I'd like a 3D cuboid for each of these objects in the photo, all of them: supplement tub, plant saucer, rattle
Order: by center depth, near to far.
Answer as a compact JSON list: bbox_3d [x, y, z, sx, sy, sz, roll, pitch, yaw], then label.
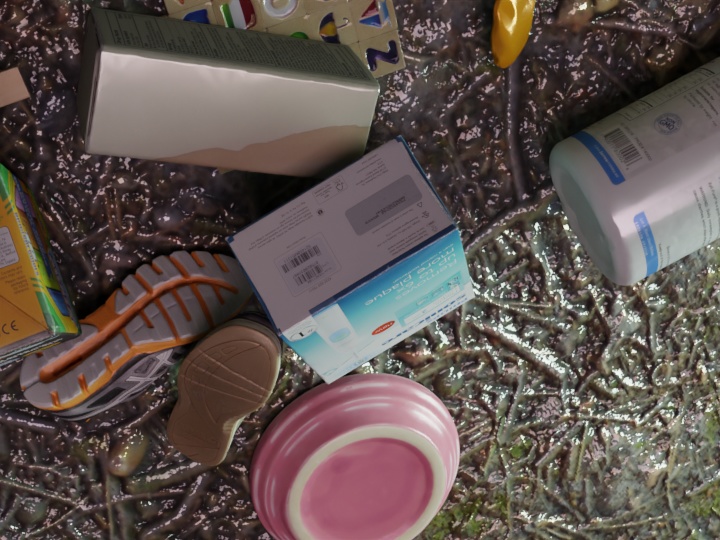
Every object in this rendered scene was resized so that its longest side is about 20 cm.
[{"bbox_3d":[0.187,-0.217,0.884,0.198,0.130,0.144,-3,109,11],"label":"rattle"},{"bbox_3d":[0.268,-0.087,1.002,0.199,0.132,0.133,-27,123,-2],"label":"supplement tub"},{"bbox_3d":[0.000,0.190,1.115,0.199,0.051,0.202,-8,120,-13],"label":"plant saucer"}]

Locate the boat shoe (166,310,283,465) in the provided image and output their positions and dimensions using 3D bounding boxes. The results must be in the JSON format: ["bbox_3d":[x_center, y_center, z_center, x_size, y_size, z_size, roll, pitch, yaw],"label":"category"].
[{"bbox_3d":[-0.105,0.084,0.976,0.071,0.065,0.201,25,140,-2],"label":"boat shoe"}]

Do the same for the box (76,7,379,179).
[{"bbox_3d":[-0.097,-0.125,0.878,0.198,0.095,0.078,5,117,-19],"label":"box"}]

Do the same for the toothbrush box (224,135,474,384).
[{"bbox_3d":[0.000,0.000,0.930,0.146,0.086,0.200,-30,164,-1],"label":"toothbrush box"}]

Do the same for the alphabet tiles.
[{"bbox_3d":[-0.068,-0.167,0.923,0.198,0.006,0.167,-20,122,-7],"label":"alphabet tiles"}]

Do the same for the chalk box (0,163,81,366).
[{"bbox_3d":[-0.278,0.009,0.863,0.124,0.200,0.125,-20,89,-8],"label":"chalk box"}]

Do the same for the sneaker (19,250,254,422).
[{"bbox_3d":[-0.172,0.053,0.979,0.199,0.079,0.077,-28,152,-8],"label":"sneaker"}]

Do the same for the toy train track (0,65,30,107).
[{"bbox_3d":[-0.300,-0.154,0.842,0.114,0.033,0.201,-19,116,1],"label":"toy train track"}]
